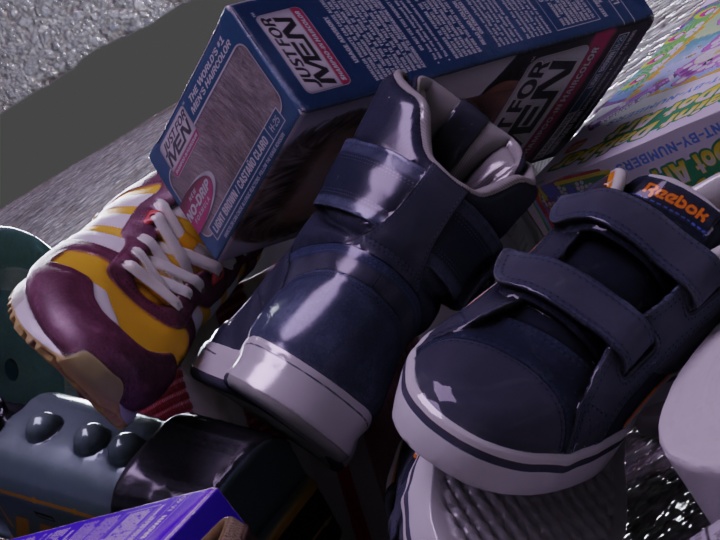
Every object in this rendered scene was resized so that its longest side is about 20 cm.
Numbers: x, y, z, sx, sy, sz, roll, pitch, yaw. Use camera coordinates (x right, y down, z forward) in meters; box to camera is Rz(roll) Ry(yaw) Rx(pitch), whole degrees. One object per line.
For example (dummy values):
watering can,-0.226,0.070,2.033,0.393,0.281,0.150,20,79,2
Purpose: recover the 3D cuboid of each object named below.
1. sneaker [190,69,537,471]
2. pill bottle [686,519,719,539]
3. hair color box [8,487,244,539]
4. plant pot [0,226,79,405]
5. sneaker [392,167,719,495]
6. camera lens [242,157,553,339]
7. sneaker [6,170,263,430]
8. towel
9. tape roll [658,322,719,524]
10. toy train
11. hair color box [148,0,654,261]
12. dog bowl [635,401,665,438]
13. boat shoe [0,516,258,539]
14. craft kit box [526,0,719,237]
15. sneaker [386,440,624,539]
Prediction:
sneaker,0.002,0.001,0.975,0.147,0.077,0.202,-59,7,-8
pill bottle,0.103,0.112,0.597,0.199,0.105,0.104,-34,11,8
hair color box,-0.094,0.157,0.967,0.065,0.110,0.200,-44,14,-33
plant pot,-0.229,0.065,1.184,0.187,0.201,0.200,-13,21,28
sneaker,0.084,0.011,0.857,0.200,0.078,0.080,-24,-38,-54
camera lens,0.023,-0.014,1.199,0.159,0.160,0.200,-31,12,18
sneaker,-0.086,-0.004,1.025,0.090,0.075,0.200,-43,12,10
towel,-0.041,0.078,1.089,0.199,0.145,0.023,-26,-15,38
tape roll,0.193,0.028,0.768,0.202,0.071,0.203,-33,12,8
toy train,-0.088,0.106,1.037,0.199,0.114,0.085,12,49,42
hair color box,0.019,-0.077,1.032,0.199,0.061,0.100,-18,-26,-37
dog bowl,0.175,-0.014,1.025,0.199,0.059,0.200,-33,11,7
boat shoe,-0.042,0.118,0.819,0.199,0.073,0.072,7,-11,-19
craft kit box,0.191,-0.093,1.055,0.199,0.049,0.198,-23,19,46
sneaker,0.050,0.085,0.893,0.080,0.078,0.200,-53,1,28
